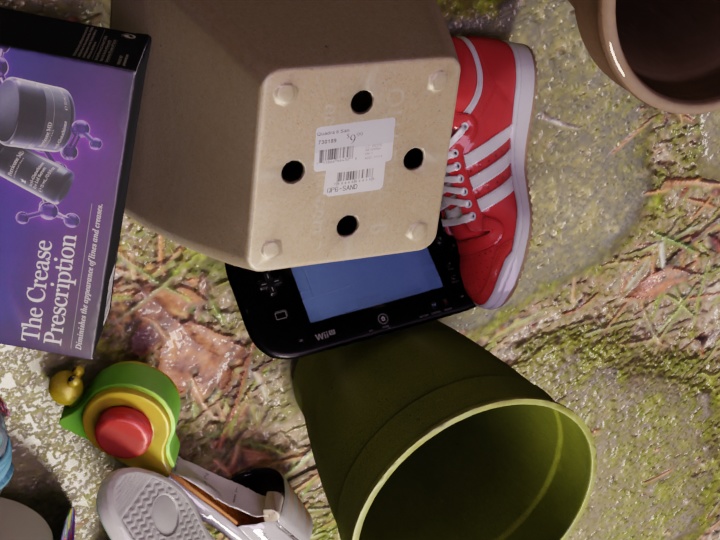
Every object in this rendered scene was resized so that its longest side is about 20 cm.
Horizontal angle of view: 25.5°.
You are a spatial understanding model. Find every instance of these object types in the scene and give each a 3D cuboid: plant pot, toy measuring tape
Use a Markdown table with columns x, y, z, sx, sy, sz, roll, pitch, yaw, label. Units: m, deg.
| x | y | z | sx | sy | sz | roll | pitch | yaw | label |
| --- | --- | --- | --- | --- | --- | --- | --- | --- | --- |
| 0.043 | 0.124 | 1.208 | 0.200 | 0.193 | 0.201 | -15 | 128 | -20 | plant pot |
| -0.042 | -0.103 | 1.038 | 0.200 | 0.177 | 0.200 | -7 | 122 | -26 | plant pot |
| -0.134 | 0.119 | 1.164 | 0.200 | 0.074 | 0.074 | 28 | 103 | -13 | toy measuring tape |
| 0.205 | -0.233 | 1.100 | 0.200 | 0.175 | 0.200 | -14 | 125 | -22 | plant pot |

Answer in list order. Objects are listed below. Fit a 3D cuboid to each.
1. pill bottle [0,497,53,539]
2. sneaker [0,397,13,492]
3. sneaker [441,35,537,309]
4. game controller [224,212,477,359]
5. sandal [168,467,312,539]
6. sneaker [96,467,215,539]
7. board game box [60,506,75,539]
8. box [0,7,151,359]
| x | y | z | sx | sy | sz | roll | pitch | yaw | label |
| --- | --- | --- | --- | --- | --- | --- | --- | --- | --- |
| -0.289 | 0.273 | 1.166 | 0.114 | 0.114 | 0.200 | 0 | 117 | -30 | pill bottle |
| -0.338 | 0.119 | 1.081 | 0.200 | 0.079 | 0.096 | -12 | 114 | -33 | sneaker |
| 0.066 | -0.075 | 1.153 | 0.112 | 0.071 | 0.200 | 7 | 82 | -30 | sneaker |
| 0.000 | 0.000 | 1.179 | 0.200 | 0.104 | 0.042 | -15 | 156 | -21 | game controller |
| -0.086 | 0.182 | 1.249 | 0.059 | 0.079 | 0.207 | -44 | 128 | 4 | sandal |
| -0.169 | 0.215 | 1.195 | 0.200 | 0.118 | 0.074 | 54 | 41 | -44 | sneaker |
| -0.208 | 0.277 | 1.184 | 0.039 | 0.158 | 0.200 | 6 | 117 | -5 | board game box |
| -0.219 | -0.057 | 0.999 | 0.141 | 0.079 | 0.200 | 11 | 115 | -3 | box |
